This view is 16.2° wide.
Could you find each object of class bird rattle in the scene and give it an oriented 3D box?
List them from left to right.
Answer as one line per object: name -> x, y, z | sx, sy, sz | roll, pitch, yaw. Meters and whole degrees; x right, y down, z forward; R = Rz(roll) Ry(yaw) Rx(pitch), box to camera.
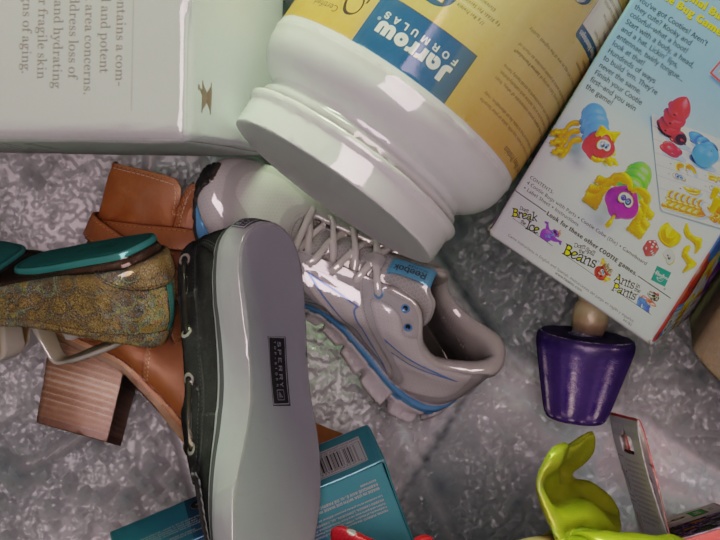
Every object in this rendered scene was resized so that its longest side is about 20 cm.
bird rattle -> 0.076, 0.186, 1.312 | 0.199, 0.113, 0.164 | -30, 133, -13

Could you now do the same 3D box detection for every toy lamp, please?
toy lamp -> 0.132, -0.015, 1.397 | 0.058, 0.058, 0.201 | 9, 96, -2

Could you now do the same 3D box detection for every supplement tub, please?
supplement tub -> 0.043, -0.120, 1.286 | 0.144, 0.145, 0.201 | 35, 82, -2

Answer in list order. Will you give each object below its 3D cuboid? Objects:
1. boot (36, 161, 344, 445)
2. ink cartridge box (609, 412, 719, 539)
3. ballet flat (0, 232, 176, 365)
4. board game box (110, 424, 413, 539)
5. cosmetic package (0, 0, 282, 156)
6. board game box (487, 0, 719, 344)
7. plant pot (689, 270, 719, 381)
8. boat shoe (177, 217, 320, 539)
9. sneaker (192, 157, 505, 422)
boot -> -0.070, 0.033, 1.391 | 0.199, 0.074, 0.156 | 16, 85, -4
ink cartridge box -> 0.191, 0.169, 1.379 | 0.050, 0.109, 0.201 | -16, 90, -3
ballet flat -> -0.179, 0.018, 1.353 | 0.199, 0.071, 0.071 | -1, 90, 35
board game box -> -0.028, 0.202, 1.366 | 0.150, 0.047, 0.201 | -22, 115, -2
cosmetic package -> -0.155, -0.145, 1.317 | 0.199, 0.166, 0.169 | 2, 90, 15
board game box -> 0.169, -0.079, 1.291 | 0.105, 0.103, 0.201 | 35, 107, 12
plant pot -> 0.283, 0.022, 1.352 | 0.177, 0.200, 0.200 | -44, 91, 11
boat shoe -> -0.062, 0.075, 1.294 | 0.056, 0.068, 0.201 | -10, 75, 39
sneaker -> 0.000, 0.000, 1.356 | 0.200, 0.086, 0.075 | 37, 56, -22
